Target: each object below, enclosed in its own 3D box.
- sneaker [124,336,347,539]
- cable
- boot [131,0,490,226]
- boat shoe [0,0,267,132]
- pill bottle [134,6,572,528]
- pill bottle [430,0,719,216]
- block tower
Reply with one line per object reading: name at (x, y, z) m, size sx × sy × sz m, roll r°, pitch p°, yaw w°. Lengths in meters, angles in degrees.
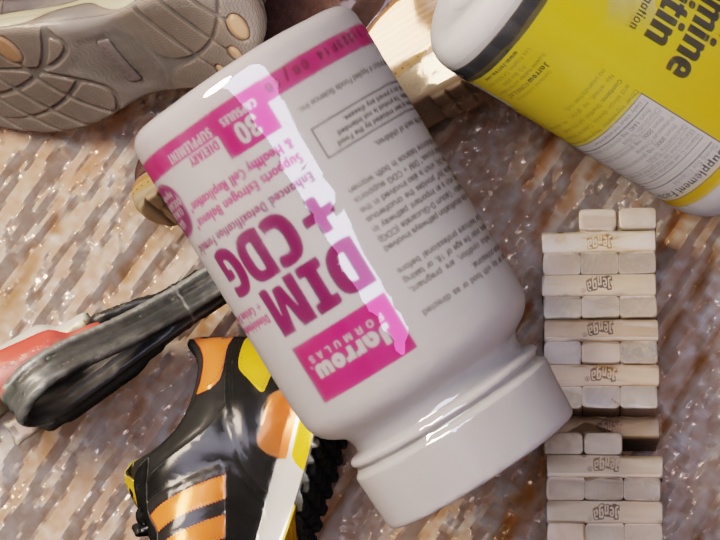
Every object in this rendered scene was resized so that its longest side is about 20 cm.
sneaker at (-0.073, 0.125, 1.061) m, size 0.089 × 0.070 × 0.202 m, roll 16°, pitch 75°, yaw 16°
cable at (-0.102, 0.015, 1.070) m, size 0.199 × 0.097 × 0.050 m, roll -37°, pitch 82°, yaw -4°
boot at (-0.035, -0.123, 1.121) m, size 0.199 × 0.072 × 0.167 m, roll -24°, pitch 63°, yaw 4°
boat shoe at (-0.124, -0.119, 1.104) m, size 0.198 × 0.075 × 0.074 m, roll -6°, pitch 48°, yaw 28°
pill bottle at (0.000, 0.000, 1.000) m, size 0.113 × 0.113 × 0.201 m, roll -32°, pitch 91°, yaw -2°
pill bottle at (0.138, -0.094, 1.037) m, size 0.199 × 0.112 × 0.113 m, roll 29°, pitch 81°, yaw -14°
block tower at (0.109, 0.077, 1.055) m, size 0.053 × 0.058 × 0.202 m, roll -1°, pitch 76°, yaw 6°
